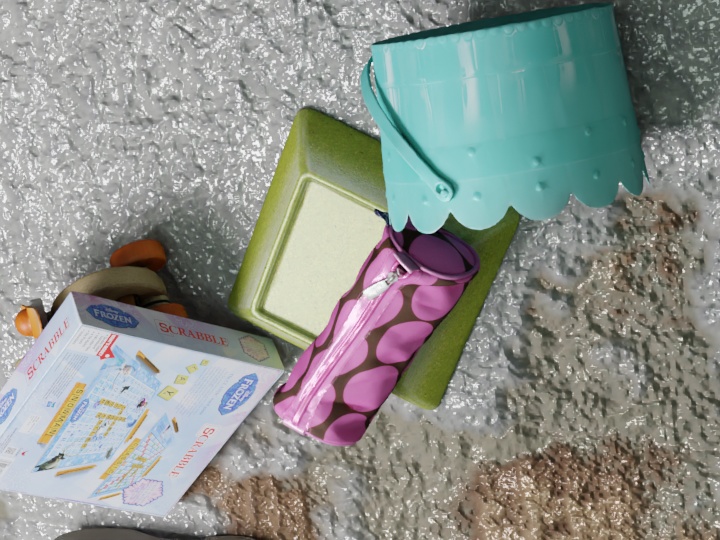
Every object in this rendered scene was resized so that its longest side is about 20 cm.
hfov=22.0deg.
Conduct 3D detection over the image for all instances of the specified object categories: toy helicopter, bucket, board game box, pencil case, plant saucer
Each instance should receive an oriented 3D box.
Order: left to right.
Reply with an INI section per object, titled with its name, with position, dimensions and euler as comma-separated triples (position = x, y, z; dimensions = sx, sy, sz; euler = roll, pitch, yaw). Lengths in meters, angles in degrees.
[toy helicopter]
position = -0.245, 0.052, 1.562
dimensions = 0.200, 0.132, 0.079
euler = -41, 63, 44
[board game box]
position = -0.199, 0.116, 1.539
dimensions = 0.199, 0.041, 0.200
euler = 16, 126, -37
[plant saucer]
position = 0.000, 0.000, 1.489
dimensions = 0.200, 0.048, 0.200
euler = 26, 116, 9
[pencil case]
position = 0.006, 0.049, 1.427
dimensions = 0.091, 0.094, 0.200
euler = 34, 118, 5
[bucket]
position = 0.103, -0.112, 1.329
dimensions = 0.207, 0.207, 0.135
euler = -6, 99, 22

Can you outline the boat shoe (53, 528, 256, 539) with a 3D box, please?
[boat shoe]
position = -0.182, 0.268, 1.648
dimensions = 0.200, 0.067, 0.057
euler = 1, 106, 16
